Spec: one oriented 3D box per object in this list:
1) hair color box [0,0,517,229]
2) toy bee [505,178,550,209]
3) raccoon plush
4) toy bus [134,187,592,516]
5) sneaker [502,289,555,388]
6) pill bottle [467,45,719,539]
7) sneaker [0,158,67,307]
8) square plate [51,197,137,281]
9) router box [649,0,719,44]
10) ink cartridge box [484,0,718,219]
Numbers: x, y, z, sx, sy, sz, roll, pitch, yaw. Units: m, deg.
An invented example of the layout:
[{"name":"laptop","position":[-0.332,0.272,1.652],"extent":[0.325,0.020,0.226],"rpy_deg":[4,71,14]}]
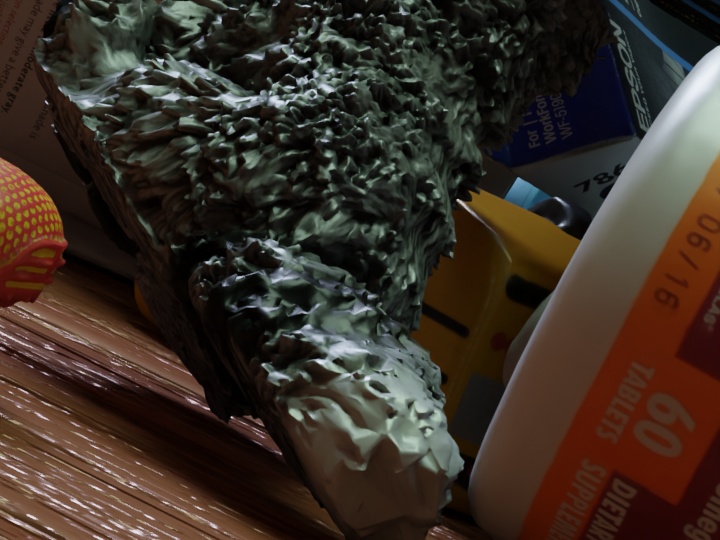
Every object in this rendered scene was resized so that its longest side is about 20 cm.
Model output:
[{"name":"hair color box","position":[-0.049,-0.064,0.864],"extent":[0.199,0.111,0.064],"rpy_deg":[27,33,-7]},{"name":"toy bee","position":[0.046,0.001,1.024],"extent":[0.199,0.109,0.131],"rpy_deg":[-2,25,-37]},{"name":"raccoon plush","position":[0.019,-0.019,0.604],"extent":[0.200,0.133,0.097],"rpy_deg":[52,-13,43]},{"name":"toy bus","position":[0.000,0.000,0.739],"extent":[0.065,0.079,0.200],"rpy_deg":[21,4,-35]},{"name":"sneaker","position":[0.116,0.069,0.655],"extent":[0.199,0.075,0.081],"rpy_deg":[29,23,-37]},{"name":"pill bottle","position":[0.129,0.049,0.518],"extent":[0.199,0.110,0.110],"rpy_deg":[29,3,9]},{"name":"sneaker","position":[-0.142,-0.051,0.526],"extent":[0.199,0.078,0.073],"rpy_deg":[26,1,9]},{"name":"square plate","position":[-0.104,-0.030,0.967],"extent":[0.197,0.029,0.200],"rpy_deg":[24,2,-11]},{"name":"router box","position":[0.124,-0.076,0.679],"extent":[0.199,0.051,0.149],"rpy_deg":[34,-2,22]},{"name":"ink cartridge box","position":[0.078,-0.059,0.834],"extent":[0.039,0.100,0.200],"rpy_deg":[-25,-24,24]}]
